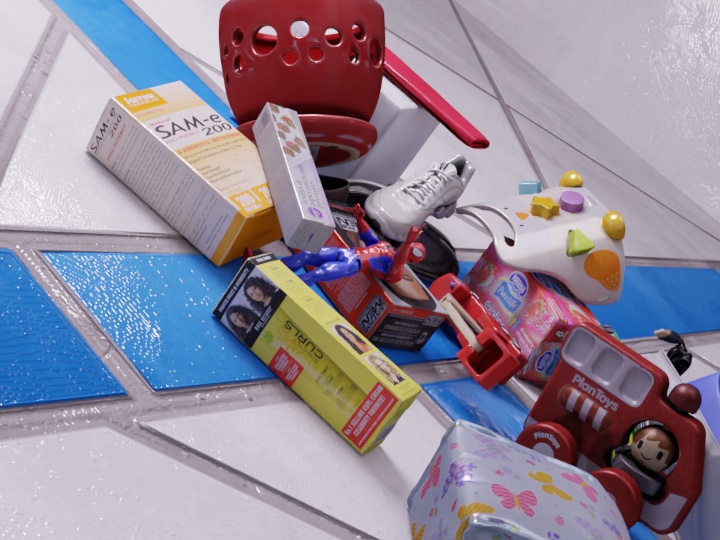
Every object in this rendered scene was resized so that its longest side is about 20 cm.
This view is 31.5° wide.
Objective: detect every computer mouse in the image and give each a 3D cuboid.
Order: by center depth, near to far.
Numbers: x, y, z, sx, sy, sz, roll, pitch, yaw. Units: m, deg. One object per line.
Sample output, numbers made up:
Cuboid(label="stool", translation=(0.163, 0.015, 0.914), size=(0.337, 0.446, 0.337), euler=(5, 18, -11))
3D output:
Cuboid(label="computer mouse", translation=(0.331, 0.129, 1.569), size=(0.200, 0.141, 0.046), euler=(19, 22, -39))

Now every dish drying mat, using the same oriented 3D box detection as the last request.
Cuboid(label="dish drying mat", translation=(0.085, -0.227, 1.665), size=(0.200, 0.018, 0.077), euler=(44, 21, 16))

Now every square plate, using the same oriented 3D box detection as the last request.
Cuboid(label="square plate", translation=(0.354, 0.220, 1.407), size=(0.028, 0.200, 0.198), euler=(-10, 30, -1))

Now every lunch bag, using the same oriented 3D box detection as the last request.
Cuboid(label="lunch bag", translation=(0.148, 0.239, 1.064), size=(0.200, 0.127, 0.170), euler=(21, 21, -11))

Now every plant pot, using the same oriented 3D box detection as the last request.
Cuboid(label="plant pot", translation=(-0.066, -0.222, 1.519), size=(0.200, 0.200, 0.183), euler=(6, 77, -54))

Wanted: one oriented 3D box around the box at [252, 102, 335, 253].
Cuboid(label="box", translation=(-0.072, -0.100, 1.331), size=(0.039, 0.041, 0.200), euler=(14, 35, -29))

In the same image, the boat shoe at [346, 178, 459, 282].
Cuboid(label="boat shoe", translation=(0.044, -0.046, 1.606), size=(0.200, 0.074, 0.060), euler=(35, 14, -28))

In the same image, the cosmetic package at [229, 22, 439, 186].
Cuboid(label="cosmetic package", translation=(-0.028, -0.213, 1.716), size=(0.200, 0.166, 0.167), euler=(43, 21, 15))

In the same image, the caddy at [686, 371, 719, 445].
Cuboid(label="caddy", translation=(0.432, 0.222, 1.557), size=(0.141, 0.105, 0.200), euler=(29, 43, -38))

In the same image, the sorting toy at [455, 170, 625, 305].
Cuboid(label="sorting toy", translation=(0.220, -0.051, 1.620), size=(0.180, 0.107, 0.200), euler=(-4, 38, -31))

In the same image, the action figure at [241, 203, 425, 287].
Cuboid(label="action figure", translation=(-0.014, -0.027, 1.321), size=(0.200, 0.099, 0.065), euler=(-5, 44, -28))

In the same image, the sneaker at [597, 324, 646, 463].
Cuboid(label="sneaker", translation=(0.288, 0.159, 1.486), size=(0.085, 0.078, 0.200), euler=(28, 51, -50))

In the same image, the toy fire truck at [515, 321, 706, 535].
Cuboid(label="toy fire truck", translation=(0.267, 0.169, 1.322), size=(0.200, 0.168, 0.112), euler=(35, 18, 29))

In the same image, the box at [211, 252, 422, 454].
Cuboid(label="box", translation=(-0.042, 0.075, 1.191), size=(0.200, 0.075, 0.050), euler=(42, 23, 14))

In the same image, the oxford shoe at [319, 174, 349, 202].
Cuboid(label="oxford shoe", translation=(-0.103, -0.108, 1.491), size=(0.200, 0.073, 0.071), euler=(16, 29, -36))

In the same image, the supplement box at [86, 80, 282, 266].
Cuboid(label="supplement box", translation=(-0.172, -0.107, 1.356), size=(0.200, 0.074, 0.126), euler=(41, 31, 12))

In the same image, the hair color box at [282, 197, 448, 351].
Cuboid(label="hair color box", translation=(0.000, 0.000, 1.441), size=(0.101, 0.061, 0.200), euler=(11, 32, -49))

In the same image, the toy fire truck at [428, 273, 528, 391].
Cuboid(label="toy fire truck", translation=(0.127, 0.067, 1.460), size=(0.141, 0.049, 0.200), euler=(38, 12, -51))

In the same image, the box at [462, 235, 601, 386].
Cuboid(label="box", translation=(0.220, 0.054, 1.625), size=(0.100, 0.096, 0.200), euler=(22, 24, -31))

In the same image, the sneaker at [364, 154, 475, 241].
Cuboid(label="sneaker", translation=(0.074, -0.095, 1.556), size=(0.075, 0.081, 0.200), euler=(48, 34, 7))
